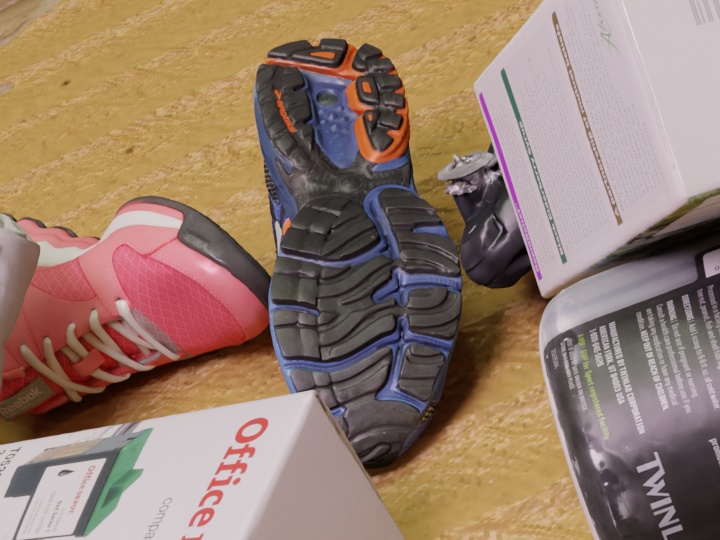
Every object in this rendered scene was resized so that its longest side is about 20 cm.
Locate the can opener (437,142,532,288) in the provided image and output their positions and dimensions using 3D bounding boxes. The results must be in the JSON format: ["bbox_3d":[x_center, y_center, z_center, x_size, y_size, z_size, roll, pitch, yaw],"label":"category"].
[{"bbox_3d":[0.072,-0.044,1.127,0.063,0.079,0.200,-36,17,19],"label":"can opener"}]

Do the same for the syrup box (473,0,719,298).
[{"bbox_3d":[0.097,-0.052,0.874,0.078,0.082,0.200,-18,-4,-10],"label":"syrup box"}]

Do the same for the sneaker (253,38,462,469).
[{"bbox_3d":[0.000,0.000,1.112,0.075,0.079,0.201,-4,47,0],"label":"sneaker"}]

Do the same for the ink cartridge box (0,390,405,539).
[{"bbox_3d":[-0.099,0.127,0.968,0.199,0.085,0.146,-12,32,29],"label":"ink cartridge box"}]

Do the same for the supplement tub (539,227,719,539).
[{"bbox_3d":[0.163,0.030,0.852,0.199,0.123,0.123,-21,29,13],"label":"supplement tub"}]

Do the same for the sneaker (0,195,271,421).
[{"bbox_3d":[-0.112,0.028,1.181,0.199,0.074,0.087,-4,49,46],"label":"sneaker"}]

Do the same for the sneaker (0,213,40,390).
[{"bbox_3d":[-0.175,0.023,1.145,0.200,0.073,0.116,-4,69,65],"label":"sneaker"}]
